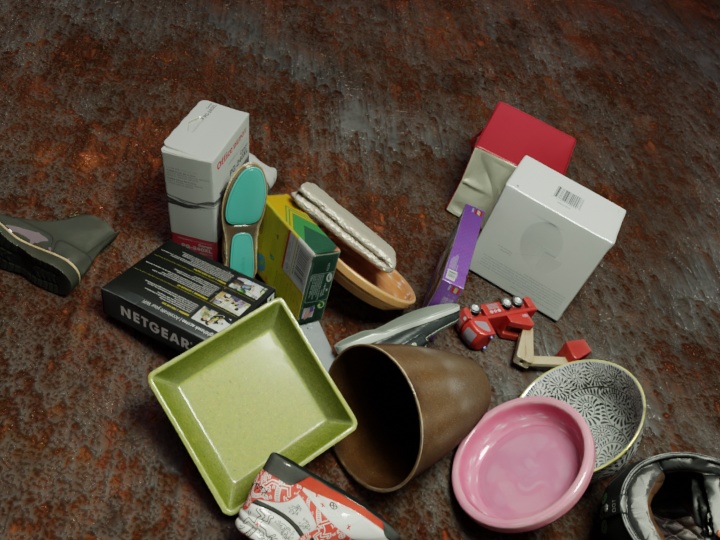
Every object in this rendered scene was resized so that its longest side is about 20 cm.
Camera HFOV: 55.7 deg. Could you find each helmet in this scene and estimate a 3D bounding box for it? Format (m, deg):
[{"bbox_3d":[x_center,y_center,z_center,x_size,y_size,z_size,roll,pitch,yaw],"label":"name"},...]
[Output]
[{"bbox_3d":[0.413,0.337,0.882,0.198,0.191,0.202,-9,53,12],"label":"helmet"}]

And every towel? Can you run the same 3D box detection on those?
[{"bbox_3d":[-0.023,-0.070,1.096,0.199,0.035,0.133,39,10,-4],"label":"towel"}]

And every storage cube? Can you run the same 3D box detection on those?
[{"bbox_3d":[0.292,-0.188,1.339,0.199,0.172,0.180,27,46,5],"label":"storage cube"}]

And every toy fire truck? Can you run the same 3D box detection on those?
[{"bbox_3d":[0.268,0.114,1.134,0.198,0.049,0.142,-7,52,-26],"label":"toy fire truck"}]

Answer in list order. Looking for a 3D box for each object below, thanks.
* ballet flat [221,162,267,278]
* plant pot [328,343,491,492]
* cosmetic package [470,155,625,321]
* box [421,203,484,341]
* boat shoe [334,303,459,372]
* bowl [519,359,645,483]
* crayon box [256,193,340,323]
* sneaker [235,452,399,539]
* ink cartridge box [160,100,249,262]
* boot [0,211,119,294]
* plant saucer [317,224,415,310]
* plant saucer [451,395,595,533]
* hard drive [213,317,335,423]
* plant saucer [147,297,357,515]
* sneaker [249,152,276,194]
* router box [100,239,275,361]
[{"bbox_3d":[-0.186,-0.076,1.048,0.070,0.202,0.065,2,24,-25],"label":"ballet flat"},{"bbox_3d":[0.082,0.181,0.933,0.199,0.188,0.188,-5,49,-43],"label":"plant pot"},{"bbox_3d":[0.320,-0.056,1.204,0.198,0.201,0.123,32,43,10],"label":"cosmetic package"},{"bbox_3d":[0.149,0.001,1.132,0.039,0.137,0.201,24,45,1],"label":"box"},{"bbox_3d":[0.061,0.104,1.013,0.198,0.076,0.061,-19,96,-5],"label":"boat shoe"},{"bbox_3d":[0.325,0.236,0.984,0.094,0.199,0.202,53,37,-27],"label":"bowl"},{"bbox_3d":[-0.113,-0.030,1.051,0.050,0.128,0.200,-9,41,-36],"label":"crayon box"},{"bbox_3d":[-0.055,0.314,0.825,0.201,0.067,0.109,36,77,-20],"label":"sneaker"},{"bbox_3d":[-0.237,-0.139,1.070,0.083,0.201,0.146,15,45,6],"label":"ink cartridge box"},{"bbox_3d":[-0.478,-0.061,1.013,0.199,0.078,0.139,34,40,-6],"label":"boot"},{"bbox_3d":[0.000,0.000,1.094,0.199,0.038,0.200,34,15,-10],"label":"plant saucer"},{"bbox_3d":[0.220,0.263,0.912,0.051,0.199,0.201,54,36,-29],"label":"plant saucer"},{"bbox_3d":[-0.133,0.141,0.973,0.198,0.033,0.140,-9,53,-27],"label":"hard drive"},{"bbox_3d":[-0.137,0.171,0.876,0.199,0.048,0.201,-31,84,-20],"label":"plant saucer"},{"bbox_3d":[-0.242,-0.193,1.229,0.199,0.075,0.087,31,33,0],"label":"sneaker"},{"bbox_3d":[-0.245,0.043,0.979,0.198,0.051,0.149,23,39,17],"label":"router box"}]
